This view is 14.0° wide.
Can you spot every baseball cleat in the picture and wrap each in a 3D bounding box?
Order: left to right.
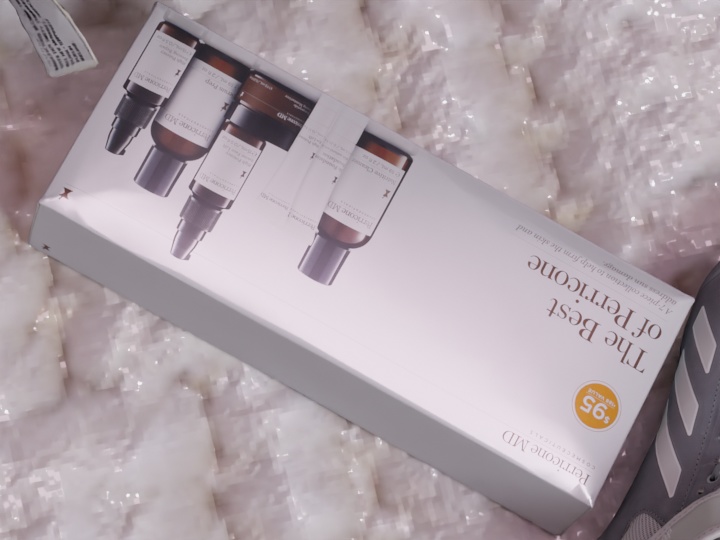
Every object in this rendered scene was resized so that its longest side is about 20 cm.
[{"bbox_3d":[0.128,0.062,0.922,0.070,0.106,0.200,31,76,-15],"label":"baseball cleat"}]

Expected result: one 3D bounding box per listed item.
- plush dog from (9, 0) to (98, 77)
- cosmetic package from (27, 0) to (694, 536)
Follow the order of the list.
[{"bbox_3d":[-0.091,-0.177,0.949,0.200,0.160,0.172,36,52,0],"label":"plush dog"},{"bbox_3d":[0.000,0.000,0.946,0.200,0.051,0.083,28,72,-1],"label":"cosmetic package"}]
